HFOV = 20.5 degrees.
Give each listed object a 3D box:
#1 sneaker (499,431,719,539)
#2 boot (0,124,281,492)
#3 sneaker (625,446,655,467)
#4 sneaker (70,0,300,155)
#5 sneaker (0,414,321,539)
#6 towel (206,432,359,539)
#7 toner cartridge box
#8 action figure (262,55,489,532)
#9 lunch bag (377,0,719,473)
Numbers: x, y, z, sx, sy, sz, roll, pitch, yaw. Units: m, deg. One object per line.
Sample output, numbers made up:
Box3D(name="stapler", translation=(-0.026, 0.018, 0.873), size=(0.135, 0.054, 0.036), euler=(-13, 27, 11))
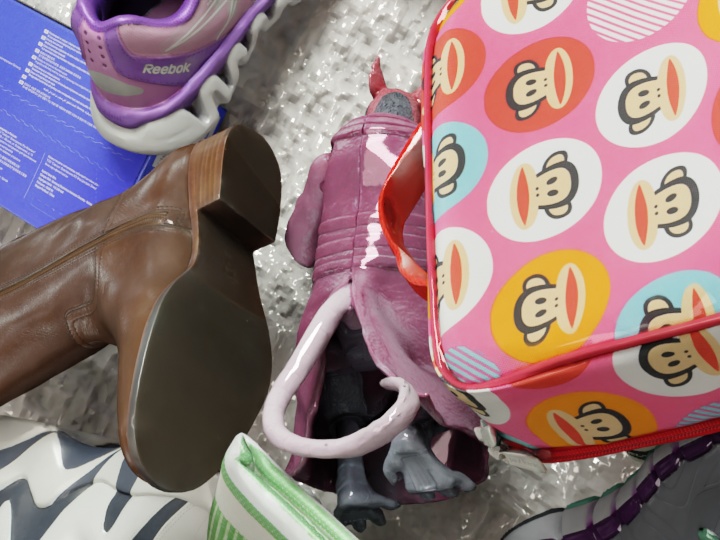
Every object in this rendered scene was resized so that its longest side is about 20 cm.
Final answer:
Box3D(name="sneaker", translation=(0.125, 0.115, 0.737), size=(0.200, 0.074, 0.088), euler=(-42, 44, 51))
Box3D(name="boot", translation=(-0.128, 0.040, 0.861), size=(0.199, 0.064, 0.187), euler=(-22, 37, 33))
Box3D(name="sneaker", translation=(0.118, -0.020, 0.796), size=(0.075, 0.087, 0.202), euler=(-15, 70, 28))
Box3D(name="sneaker", translation=(-0.067, -0.153, 0.910), size=(0.080, 0.089, 0.201), euler=(21, 69, 31))
Box3D(name="sneaker", translation=(-0.106, 0.143, 0.894), size=(0.198, 0.079, 0.131), euler=(9, 85, 31))
Box3D(name="towel", translation=(-0.010, 0.175, 0.791), size=(0.152, 0.023, 0.201), euler=(38, 142, 32))
Box3D(name="toner cartridge box", translation=(-0.167, -0.081, 1.000), size=(0.199, 0.043, 0.096), euler=(30, 93, 31))
Box3D(name="action figure", translation=(0.000, 0.000, 0.822), size=(0.133, 0.149, 0.202), euler=(-9, 69, 28))
Box3D(name="lunch bag", translation=(0.087, -0.033, 0.717), size=(0.175, 0.082, 0.201), euler=(-16, 51, 25))
